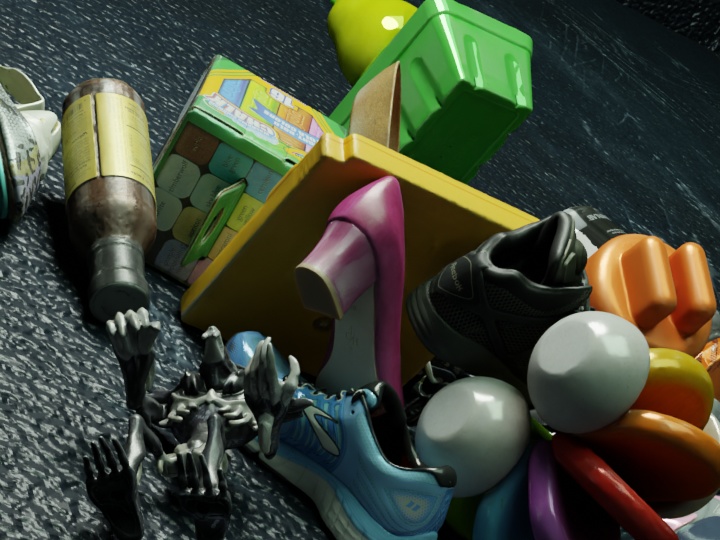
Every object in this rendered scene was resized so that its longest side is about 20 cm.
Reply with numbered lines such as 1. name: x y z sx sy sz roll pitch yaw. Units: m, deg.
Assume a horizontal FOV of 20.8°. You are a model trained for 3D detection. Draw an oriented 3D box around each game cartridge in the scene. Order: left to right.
1. game cartridge: 0.000 0.000 1.342 0.175 0.200 0.033 24 40 -25

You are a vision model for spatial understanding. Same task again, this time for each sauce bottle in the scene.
1. sauce bottle: -0.172 -0.047 1.346 0.064 0.065 0.201 22 37 -28

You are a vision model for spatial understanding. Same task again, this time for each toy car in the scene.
1. toy car: 0.143 0.139 1.256 0.175 0.199 0.151 43 26 -39

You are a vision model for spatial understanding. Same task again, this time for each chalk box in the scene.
1. chalk box: -0.093 -0.055 1.443 0.123 0.125 0.200 29 20 -8

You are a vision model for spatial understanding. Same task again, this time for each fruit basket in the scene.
1. fruit basket: 0.049 -0.181 1.865 0.155 0.216 0.216 19 23 -34

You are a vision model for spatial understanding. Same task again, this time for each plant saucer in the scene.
1. plant saucer: 0.008 -0.068 1.574 0.035 0.202 0.200 4 19 4

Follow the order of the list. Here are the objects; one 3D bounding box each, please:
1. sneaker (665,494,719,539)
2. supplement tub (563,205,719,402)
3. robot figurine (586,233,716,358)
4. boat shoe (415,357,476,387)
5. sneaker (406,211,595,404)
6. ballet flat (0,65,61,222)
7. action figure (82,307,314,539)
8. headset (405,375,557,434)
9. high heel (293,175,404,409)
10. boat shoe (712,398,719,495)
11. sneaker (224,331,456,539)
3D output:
1. sneaker: 0.267 0.188 1.496 0.082 0.070 0.200 39 18 11
2. supplement tub: 0.231 0.046 1.714 0.200 0.123 0.122 44 21 28
3. robot figurine: 0.202 0.049 1.565 0.117 0.200 0.144 50 49 4
4. boat shoe: 0.035 0.045 1.462 0.199 0.075 0.093 13 15 -47
5. sneaker: 0.137 0.032 1.306 0.199 0.114 0.077 26 37 -34
6. ballet flat: -0.249 -0.104 1.381 0.072 0.072 0.201 17 23 -38
7. action figure: -0.092 0.077 1.136 0.118 0.103 0.200 5 22 5
8. headset: 0.124 0.109 1.448 0.199 0.094 0.124 15 55 -43
9. high heel: 0.012 0.035 1.289 0.067 0.096 0.201 17 -38 36
10. boat shoe: 0.280 0.155 1.608 0.071 0.068 0.200 10 -16 25
11. sneaker: -0.010 0.098 1.243 0.200 0.090 0.078 41 20 27
